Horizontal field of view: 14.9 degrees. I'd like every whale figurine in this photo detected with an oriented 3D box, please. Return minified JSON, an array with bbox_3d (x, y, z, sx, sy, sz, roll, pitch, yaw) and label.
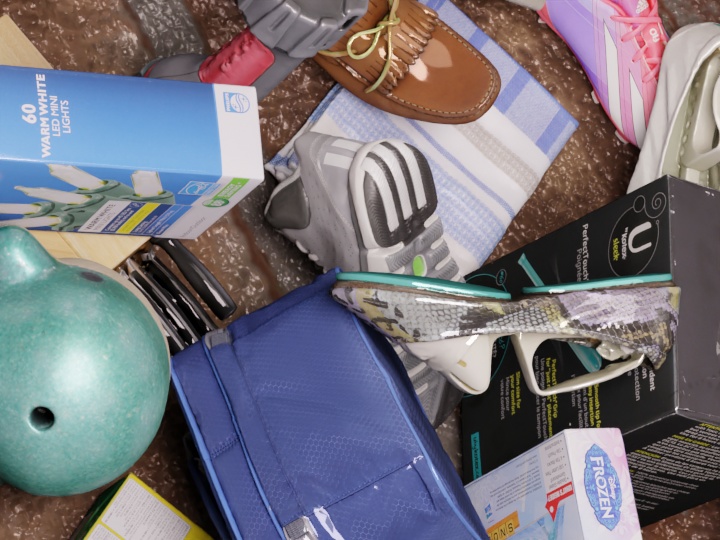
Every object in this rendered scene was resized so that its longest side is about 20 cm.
[{"bbox_3d":[-0.203,0.054,1.485,0.200,0.159,0.104,13,18,-6],"label":"whale figurine"}]

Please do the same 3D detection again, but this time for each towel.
[{"bbox_3d":[0.044,-0.078,1.746,0.147,0.024,0.200,43,56,-8],"label":"towel"}]

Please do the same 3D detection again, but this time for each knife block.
[{"bbox_3d":[-0.152,-0.033,1.596,0.176,0.064,0.200,10,65,-26],"label":"knife block"}]

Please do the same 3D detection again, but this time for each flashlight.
[{"bbox_3d":[-0.075,-0.124,1.593,0.068,0.200,0.068,-34,87,-34],"label":"flashlight"}]

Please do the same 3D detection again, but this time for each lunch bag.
[{"bbox_3d":[-0.027,0.106,1.530,0.132,0.136,0.200,-29,51,3],"label":"lunch bag"}]

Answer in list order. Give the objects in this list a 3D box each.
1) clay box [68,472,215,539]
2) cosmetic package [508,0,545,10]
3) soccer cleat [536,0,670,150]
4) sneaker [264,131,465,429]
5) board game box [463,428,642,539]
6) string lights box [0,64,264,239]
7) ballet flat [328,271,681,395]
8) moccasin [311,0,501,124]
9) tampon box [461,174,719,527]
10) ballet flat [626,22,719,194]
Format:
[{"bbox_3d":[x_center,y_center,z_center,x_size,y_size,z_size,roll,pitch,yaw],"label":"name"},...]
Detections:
[{"bbox_3d":[-0.088,0.220,1.534,0.200,0.048,0.115,41,56,-10],"label":"clay box"},{"bbox_3d":[0.052,-0.233,1.703,0.103,0.087,0.200,33,11,25],"label":"cosmetic package"},{"bbox_3d":[0.181,-0.147,1.818,0.067,0.076,0.200,-40,91,-35],"label":"soccer cleat"},{"bbox_3d":[0.000,0.000,1.656,0.075,0.115,0.200,-33,127,-36],"label":"sneaker"},{"bbox_3d":[0.097,0.212,1.548,0.041,0.200,0.200,1,70,-29],"label":"board game box"},{"bbox_3d":[-0.165,-0.065,1.500,0.200,0.103,0.059,3,70,-26],"label":"string lights box"},{"bbox_3d":[0.081,0.034,1.494,0.200,0.072,0.072,1,69,-16],"label":"ballet flat"},{"bbox_3d":[-0.002,-0.159,1.691,0.201,0.078,0.074,39,82,7],"label":"moccasin"},{"bbox_3d":[0.168,0.055,1.643,0.126,0.200,0.150,15,64,-32],"label":"tampon box"},{"bbox_3d":[0.213,-0.064,1.770,0.069,0.069,0.200,13,85,-24],"label":"ballet flat"}]
